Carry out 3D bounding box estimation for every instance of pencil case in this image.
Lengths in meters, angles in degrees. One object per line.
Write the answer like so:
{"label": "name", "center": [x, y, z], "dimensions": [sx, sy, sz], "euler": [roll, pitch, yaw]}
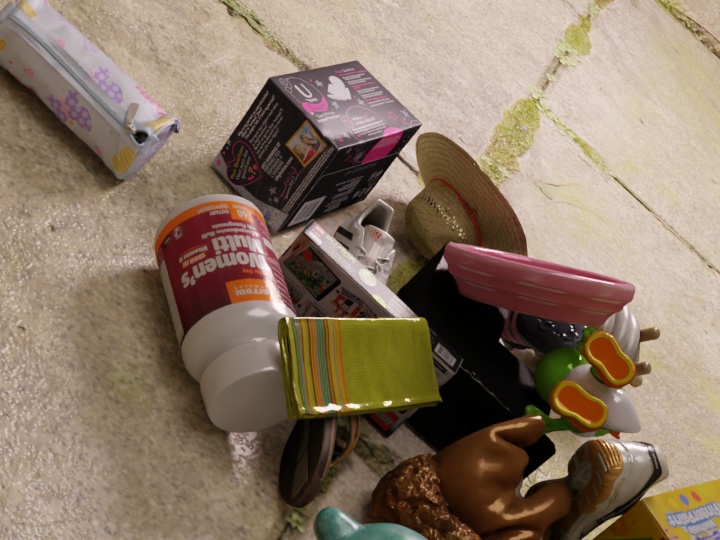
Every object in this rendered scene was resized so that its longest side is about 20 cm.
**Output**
{"label": "pencil case", "center": [-0.273, -0.179, 1.341], "dimensions": [0.200, 0.083, 0.091], "euler": [43, 8, 1]}

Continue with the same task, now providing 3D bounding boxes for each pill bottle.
{"label": "pill bottle", "center": [-0.115, 0.037, 1.237], "dimensions": [0.109, 0.110, 0.201], "euler": [15, 40, -39]}

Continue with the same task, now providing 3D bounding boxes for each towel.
{"label": "towel", "center": [0.003, 0.083, 1.217], "dimensions": [0.199, 0.018, 0.087], "euler": [2, 79, -49]}

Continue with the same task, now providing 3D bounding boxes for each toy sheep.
{"label": "toy sheep", "center": [0.273, 0.083, 1.625], "dimensions": [0.200, 0.137, 0.138], "euler": [43, 28, -25]}

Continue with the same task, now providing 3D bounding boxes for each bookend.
{"label": "bookend", "center": [0.117, 0.101, 1.454], "dimensions": [0.199, 0.092, 0.200], "euler": [42, 29, -7]}

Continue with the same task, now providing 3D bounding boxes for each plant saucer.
{"label": "plant saucer", "center": [0.180, 0.016, 1.410], "dimensions": [0.199, 0.051, 0.201], "euler": [12, 5, -1]}

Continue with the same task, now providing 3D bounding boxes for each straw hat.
{"label": "straw hat", "center": [0.100, -0.057, 1.626], "dimensions": [0.085, 0.201, 0.201], "euler": [-38, 80, -18]}

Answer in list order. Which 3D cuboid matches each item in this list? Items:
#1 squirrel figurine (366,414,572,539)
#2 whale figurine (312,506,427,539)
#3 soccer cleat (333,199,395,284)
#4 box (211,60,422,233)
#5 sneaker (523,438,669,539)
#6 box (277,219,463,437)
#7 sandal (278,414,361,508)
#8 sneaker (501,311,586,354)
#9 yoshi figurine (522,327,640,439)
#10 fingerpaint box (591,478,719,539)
{"label": "squirrel figurine", "center": [0.109, 0.253, 1.249], "dimensions": [0.199, 0.142, 0.188], "euler": [-7, 66, -36]}
{"label": "whale figurine", "center": [-0.010, 0.264, 1.077], "dimensions": [0.199, 0.104, 0.161], "euler": [6, 71, -32]}
{"label": "soccer cleat", "center": [0.000, 0.000, 1.444], "dimensions": [0.068, 0.085, 0.201], "euler": [33, 32, -17]}
{"label": "box", "center": [-0.048, -0.141, 1.515], "dimensions": [0.115, 0.132, 0.200], "euler": [46, 30, 12]}
{"label": "sneaker", "center": [0.226, 0.224, 1.324], "dimensions": [0.087, 0.200, 0.076], "euler": [-1, 63, -24]}
{"label": "box", "center": [-0.009, 0.058, 1.338], "dimensions": [0.200, 0.110, 0.035], "euler": [43, 30, -2]}
{"label": "sandal", "center": [-0.029, 0.141, 1.249], "dimensions": [0.054, 0.082, 0.200], "euler": [30, 25, -11]}
{"label": "sneaker", "center": [0.192, 0.064, 1.541], "dimensions": [0.070, 0.083, 0.200], "euler": [-12, 29, -18]}
{"label": "yoshi figurine", "center": [0.209, 0.111, 1.345], "dimensions": [0.200, 0.111, 0.113], "euler": [65, 19, -76]}
{"label": "fingerpaint box", "center": [0.287, 0.285, 1.355], "dimensions": [0.199, 0.167, 0.074], "euler": [-1, 51, -49]}
